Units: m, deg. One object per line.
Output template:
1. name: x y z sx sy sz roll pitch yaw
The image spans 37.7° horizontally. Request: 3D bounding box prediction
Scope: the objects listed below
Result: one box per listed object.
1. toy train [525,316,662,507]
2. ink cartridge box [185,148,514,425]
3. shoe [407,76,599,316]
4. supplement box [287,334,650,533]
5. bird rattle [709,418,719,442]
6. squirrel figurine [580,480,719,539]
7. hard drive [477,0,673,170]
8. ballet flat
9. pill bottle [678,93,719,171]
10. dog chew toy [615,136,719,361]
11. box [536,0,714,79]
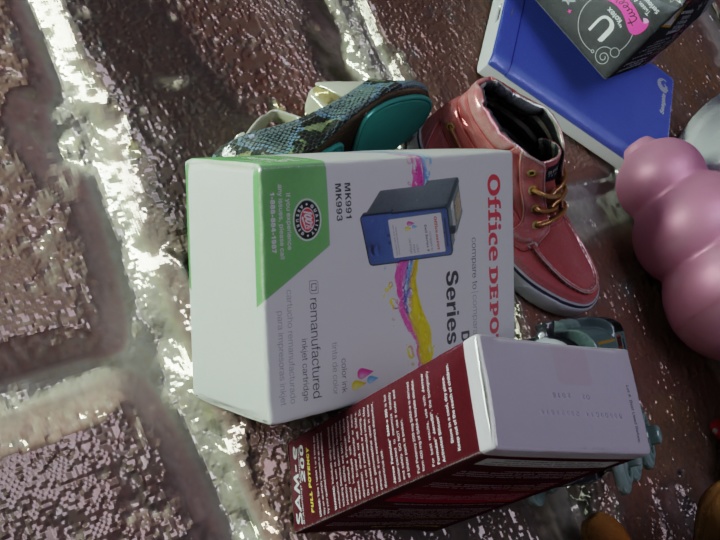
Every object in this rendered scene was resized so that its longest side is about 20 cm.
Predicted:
1. toy train: 0.147 0.089 0.711 0.200 0.085 0.115 4 73 -68
2. ink cartridge box: 0.000 0.000 0.654 0.199 0.087 0.147 -7 100 -39
3. shoe: 0.130 -0.053 0.800 0.200 0.091 0.072 46 50 -7
4. supplement box: 0.052 0.101 0.599 0.108 0.200 0.061 8 62 -32
5. bird rattle: 0.373 0.203 0.868 0.162 0.113 0.201 11 48 -43
6. squirrel figurine: 0.278 0.243 0.723 0.185 0.141 0.202 -12 92 -25
7. hard drive: 0.199 -0.176 0.951 0.199 0.025 0.133 30 54 -20
8. ballet flat: -0.027 -0.098 0.734 0.200 0.074 0.074 -36 90 -44
9. pill bottle: 0.396 -0.074 0.982 0.199 0.112 0.112 35 53 -16
10. dog chew toy: 0.287 -0.025 0.884 0.124 0.125 0.201 -19 71 -39
11. box: 0.208 -0.283 0.922 0.200 0.115 0.132 52 35 9
